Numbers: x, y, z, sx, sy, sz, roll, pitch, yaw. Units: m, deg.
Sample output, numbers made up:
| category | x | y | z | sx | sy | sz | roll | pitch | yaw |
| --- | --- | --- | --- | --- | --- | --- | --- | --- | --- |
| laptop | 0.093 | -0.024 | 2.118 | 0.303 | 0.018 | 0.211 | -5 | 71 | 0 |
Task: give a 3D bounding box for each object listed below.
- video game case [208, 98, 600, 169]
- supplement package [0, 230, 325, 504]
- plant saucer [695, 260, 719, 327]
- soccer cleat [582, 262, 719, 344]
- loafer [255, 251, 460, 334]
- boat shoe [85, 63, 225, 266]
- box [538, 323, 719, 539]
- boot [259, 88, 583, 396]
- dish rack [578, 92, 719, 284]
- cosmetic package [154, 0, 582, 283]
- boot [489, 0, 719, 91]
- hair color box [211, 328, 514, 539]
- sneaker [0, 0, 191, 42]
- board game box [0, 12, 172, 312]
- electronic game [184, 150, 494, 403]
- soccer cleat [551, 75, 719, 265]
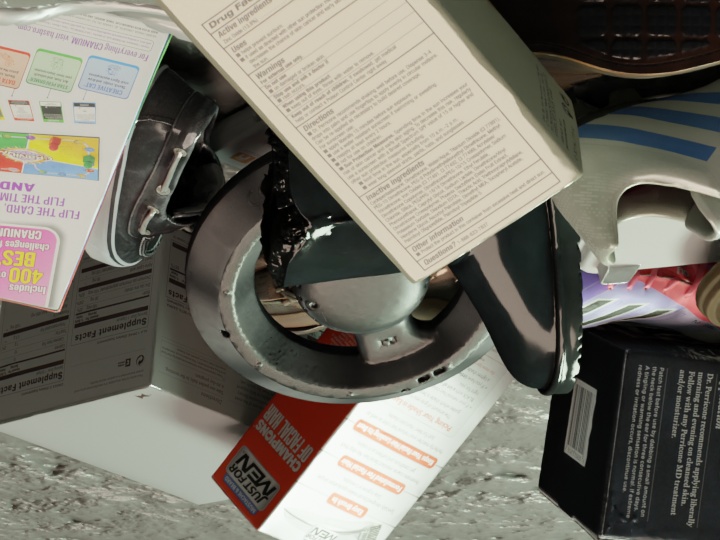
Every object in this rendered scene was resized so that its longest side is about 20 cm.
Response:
| category | x | y | z | sx | sy | sz | roll | pitch | yaw |
| --- | --- | --- | --- | --- | --- | --- | --- | --- | --- |
| video game case | 0.045 | -0.068 | 1.478 | 0.199 | 0.024 | 0.181 | 19 | 154 | -34 |
| supplement package | -0.117 | 0.067 | 1.724 | 0.155 | 0.112 | 0.199 | -15 | 151 | 39 |
| plant saucer | 0.288 | -0.005 | 1.495 | 0.199 | 0.030 | 0.200 | -17 | 161 | -6 |
| soccer cleat | 0.176 | 0.006 | 1.571 | 0.199 | 0.067 | 0.076 | 13 | 163 | -38 |
| loafer | -0.011 | -0.003 | 1.580 | 0.199 | 0.072 | 0.063 | 3 | 150 | 29 |
| boat shoe | -0.110 | -0.050 | 1.472 | 0.067 | 0.072 | 0.200 | 25 | 152 | 5 |
| box | 0.231 | 0.108 | 1.663 | 0.195 | 0.125 | 0.200 | 8 | -177 | -8 |
| boot | 0.031 | -0.013 | 1.397 | 0.167 | 0.077 | 0.201 | -8 | 125 | -6 |
| dish rack | 0.199 | -0.042 | 1.445 | 0.170 | 0.044 | 0.200 | -4 | 159 | -11 |
| cosmetic package | 0.003 | -0.101 | 1.197 | 0.105 | 0.071 | 0.200 | -31 | 119 | 18 |
| boot | 0.104 | -0.125 | 1.292 | 0.198 | 0.075 | 0.097 | 0 | 177 | 6 |
| hair color box | 0.012 | 0.084 | 1.651 | 0.111 | 0.200 | 0.064 | 30 | -170 | -48 |
| sneaker | -0.126 | -0.163 | 1.231 | 0.199 | 0.075 | 0.082 | 4 | 144 | -17 |
| board game box | -0.198 | -0.077 | 1.349 | 0.152 | 0.040 | 0.201 | 13 | 128 | -19 |
| electronic game | 0.000 | 0.000 | 1.484 | 0.198 | 0.042 | 0.201 | -4 | 132 | -4 |
| soccer cleat | 0.191 | -0.062 | 1.311 | 0.199 | 0.087 | 0.070 | -21 | 155 | -2 |
